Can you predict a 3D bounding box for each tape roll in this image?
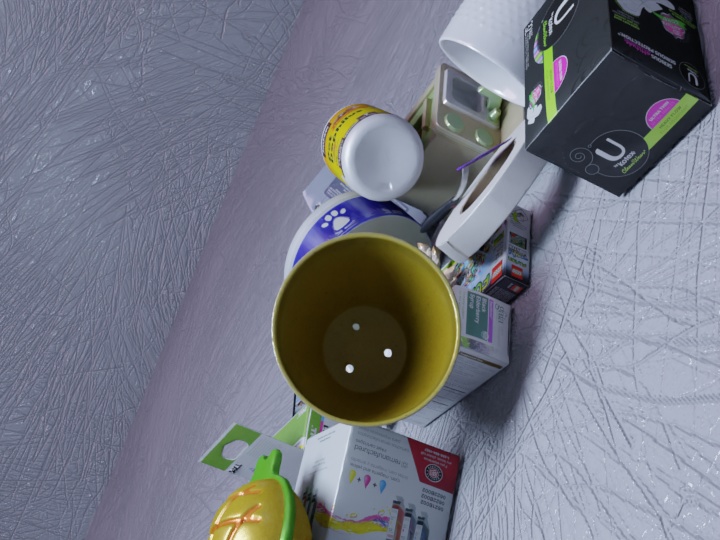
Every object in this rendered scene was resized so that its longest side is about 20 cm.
[{"bbox_3d":[0.162,-0.098,1.294,0.204,0.037,0.203,-54,4,6],"label":"tape roll"}]

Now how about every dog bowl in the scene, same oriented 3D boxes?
[{"bbox_3d":[0.000,0.000,1.480,0.079,0.198,0.203,38,107,47],"label":"dog bowl"}]

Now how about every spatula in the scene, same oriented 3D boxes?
[{"bbox_3d":[0.120,-0.101,1.359,0.056,0.021,0.201,-30,-16,-38],"label":"spatula"}]

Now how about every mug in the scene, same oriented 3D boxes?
[{"bbox_3d":[0.197,-0.320,1.379,0.177,0.147,0.200,-57,16,0],"label":"mug"}]

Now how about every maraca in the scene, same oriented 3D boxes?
[{"bbox_3d":[-0.108,0.275,1.161,0.138,0.106,0.201,-54,22,17],"label":"maraca"}]

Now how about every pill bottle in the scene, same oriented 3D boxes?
[{"bbox_3d":[0.009,-0.161,1.455,0.111,0.108,0.200,-65,17,7],"label":"pill bottle"}]

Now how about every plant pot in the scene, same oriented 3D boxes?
[{"bbox_3d":[0.005,0.074,1.199,0.142,0.196,0.203,94,-166,-77],"label":"plant pot"}]

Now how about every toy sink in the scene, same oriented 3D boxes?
[{"bbox_3d":[0.129,-0.188,1.478,0.200,0.110,0.132,-49,26,45],"label":"toy sink"}]

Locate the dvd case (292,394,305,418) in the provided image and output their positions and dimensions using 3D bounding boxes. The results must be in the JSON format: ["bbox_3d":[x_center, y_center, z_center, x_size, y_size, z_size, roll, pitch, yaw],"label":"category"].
[{"bbox_3d":[-0.044,0.160,1.651,0.142,0.018,0.202,-32,35,26],"label":"dvd case"}]

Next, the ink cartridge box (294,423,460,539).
[{"bbox_3d":[0.003,0.293,1.226,0.144,0.143,0.203,-35,38,59],"label":"ink cartridge box"}]

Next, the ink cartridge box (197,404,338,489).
[{"bbox_3d":[-0.103,0.239,1.517,0.148,0.197,0.077,-46,27,49],"label":"ink cartridge box"}]

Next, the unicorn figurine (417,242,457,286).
[{"bbox_3d":[0.048,0.031,1.398,0.200,0.072,0.140,-165,84,-70],"label":"unicorn figurine"}]

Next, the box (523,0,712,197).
[{"bbox_3d":[0.253,-0.209,1.115,0.149,0.123,0.202,-51,23,43],"label":"box"}]

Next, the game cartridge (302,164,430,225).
[{"bbox_3d":[0.008,-0.090,1.621,0.133,0.041,0.200,-46,59,-2],"label":"game cartridge"}]

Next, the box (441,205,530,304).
[{"bbox_3d":[0.138,0.018,1.335,0.200,0.034,0.112,-48,26,47],"label":"box"}]

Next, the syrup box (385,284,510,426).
[{"bbox_3d":[0.092,0.104,1.291,0.200,0.080,0.080,-47,30,50],"label":"syrup box"}]

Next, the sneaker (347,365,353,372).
[{"bbox_3d":[0.021,0.137,1.513,0.080,0.070,0.201,-48,24,10],"label":"sneaker"}]
